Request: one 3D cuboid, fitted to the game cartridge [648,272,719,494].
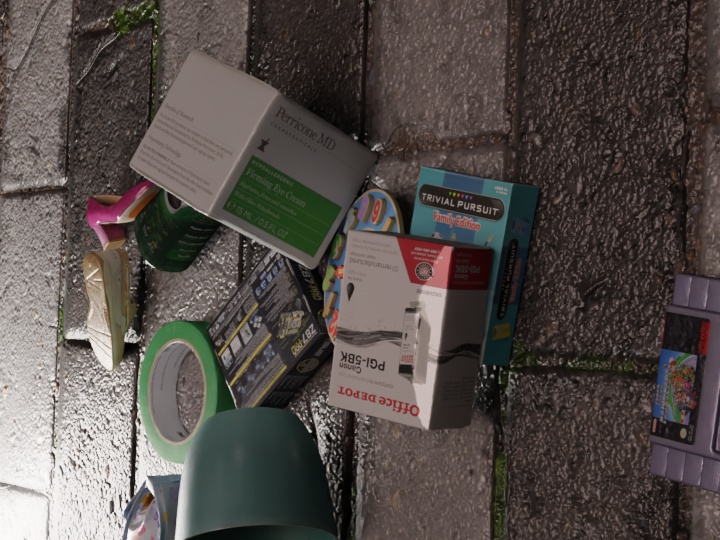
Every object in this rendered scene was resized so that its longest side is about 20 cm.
[{"bbox_3d":[0.339,0.109,1.358,0.129,0.038,0.201,10,94,45],"label":"game cartridge"}]

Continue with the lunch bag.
[{"bbox_3d":[-0.222,0.361,1.884,0.127,0.169,0.201,23,107,51],"label":"lunch bag"}]

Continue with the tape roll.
[{"bbox_3d":[-0.240,0.171,2.012,0.200,0.048,0.202,-5,83,49],"label":"tape roll"}]

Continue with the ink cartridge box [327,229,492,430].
[{"bbox_3d":[0.053,0.063,1.565,0.146,0.083,0.201,10,95,37],"label":"ink cartridge box"}]

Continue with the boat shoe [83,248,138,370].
[{"bbox_3d":[-0.368,0.058,2.156,0.074,0.069,0.201,32,132,38],"label":"boat shoe"}]

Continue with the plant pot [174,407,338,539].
[{"bbox_3d":[-0.132,0.265,1.777,0.200,0.200,0.162,-31,54,43],"label":"plant pot"}]

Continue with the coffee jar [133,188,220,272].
[{"bbox_3d":[-0.234,-0.092,1.998,0.200,0.085,0.105,-45,53,39],"label":"coffee jar"}]

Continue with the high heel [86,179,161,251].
[{"bbox_3d":[-0.359,-0.112,2.162,0.200,0.067,0.096,-44,65,53],"label":"high heel"}]

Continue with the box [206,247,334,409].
[{"bbox_3d":[-0.115,0.080,1.875,0.200,0.049,0.162,-50,50,33],"label":"box"}]

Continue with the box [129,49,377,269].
[{"bbox_3d":[-0.132,-0.137,1.773,0.200,0.199,0.172,30,91,45],"label":"box"}]

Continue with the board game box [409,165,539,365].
[{"bbox_3d":[0.116,-0.008,1.614,0.151,0.047,0.201,15,99,49],"label":"board game box"}]

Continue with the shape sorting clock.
[{"bbox_3d":[0.000,0.000,1.721,0.200,0.039,0.201,-172,90,-66],"label":"shape sorting clock"}]
